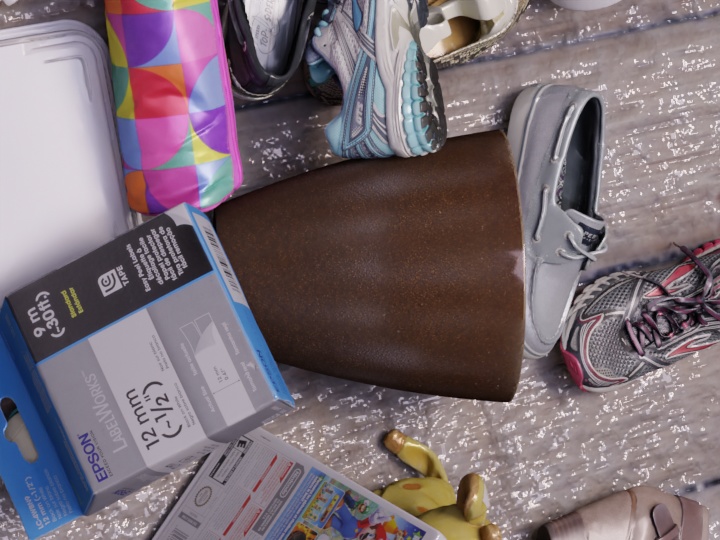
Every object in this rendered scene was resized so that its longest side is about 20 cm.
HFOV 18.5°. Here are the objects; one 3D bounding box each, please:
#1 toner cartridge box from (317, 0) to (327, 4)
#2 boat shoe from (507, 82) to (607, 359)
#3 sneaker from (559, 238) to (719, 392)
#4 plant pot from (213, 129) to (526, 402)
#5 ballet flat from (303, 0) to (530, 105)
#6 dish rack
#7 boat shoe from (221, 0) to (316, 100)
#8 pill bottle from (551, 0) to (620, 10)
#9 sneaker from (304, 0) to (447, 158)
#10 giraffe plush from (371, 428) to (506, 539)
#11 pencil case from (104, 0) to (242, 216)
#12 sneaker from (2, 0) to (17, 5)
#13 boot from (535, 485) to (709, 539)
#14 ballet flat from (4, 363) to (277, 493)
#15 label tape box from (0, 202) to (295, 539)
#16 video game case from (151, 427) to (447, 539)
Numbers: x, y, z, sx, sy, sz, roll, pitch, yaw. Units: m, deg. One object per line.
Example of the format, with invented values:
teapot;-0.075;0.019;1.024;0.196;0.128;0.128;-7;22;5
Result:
toner cartridge box;-0.089;-0.242;1.523;0.199;0.043;0.096;4;90;-21
boat shoe;0.142;-0.036;1.592;0.070;0.071;0.202;6;88;-46
sneaker;0.235;0.026;1.635;0.199;0.075;0.081;-27;101;-20
plant pot;0.000;0.000;1.505;0.199;0.187;0.188;-2;92;-6
ballet flat;0.054;-0.173;1.562;0.199;0.075;0.068;-28;100;-18
dish rack;-0.230;-0.061;1.475;0.171;0.044;0.201;-12;95;-19
boat shoe;-0.057;-0.215;1.477;0.074;0.066;0.201;12;88;-20
pill bottle;0.146;-0.278;1.535;0.112;0.112;0.200;-41;142;-15
sneaker;-0.001;-0.168;1.484;0.086;0.078;0.201;-12;68;13
giraffe plush;0.037;0.210;1.520;0.200;0.162;0.173;-36;103;-16
pencil case;-0.124;-0.137;1.456;0.088;0.088;0.201;-11;108;-20
sneaker;-0.298;-0.187;1.415;0.199;0.088;0.081;-29;87;-18
boot;0.201;0.261;1.636;0.145;0.070;0.201;0;92;-23
ballet flat;-0.142;0.109;1.498;0.199;0.069;0.070;-15;97;-15
label tape box;-0.162;0.067;1.421;0.199;0.066;0.144;-27;80;3
video game case;-0.053;0.196;1.478;0.144;0.199;0.018;-55;140;-11
